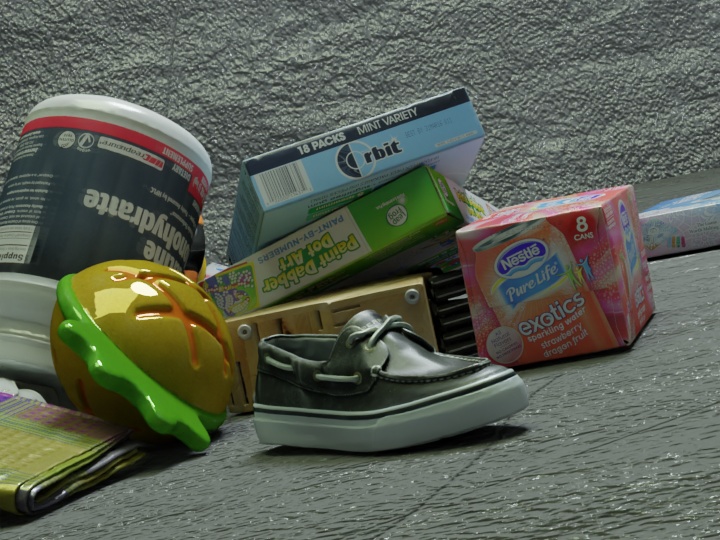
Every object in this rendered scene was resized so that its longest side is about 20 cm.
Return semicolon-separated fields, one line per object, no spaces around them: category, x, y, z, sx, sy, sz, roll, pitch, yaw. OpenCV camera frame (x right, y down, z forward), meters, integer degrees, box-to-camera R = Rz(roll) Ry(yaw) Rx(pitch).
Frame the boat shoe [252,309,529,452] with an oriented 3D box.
boat shoe;0.005;0.058;1.167;0.199;0.071;0.072;-7;5;45

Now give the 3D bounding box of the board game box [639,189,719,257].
board game box;0.367;-0.056;2.038;0.198;0.044;0.200;-12;3;19

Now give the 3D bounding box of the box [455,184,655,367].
box;0.137;0.001;1.447;0.102;0.095;0.200;-10;4;15

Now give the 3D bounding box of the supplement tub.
supplement tub;-0.193;-0.009;1.496;0.140;0.201;0.140;13;-19;5

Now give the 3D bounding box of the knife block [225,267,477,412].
knife block;0.004;0.042;1.507;0.199;0.064;0.176;-12;3;1

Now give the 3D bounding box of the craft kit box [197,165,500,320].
craft kit box;0.000;0.000;1.587;0.199;0.049;0.197;-27;-13;13

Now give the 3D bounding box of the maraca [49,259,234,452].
maraca;-0.137;0.055;1.335;0.107;0.137;0.200;-51;9;8

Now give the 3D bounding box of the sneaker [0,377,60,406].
sneaker;-0.259;0.098;1.370;0.099;0.075;0.200;-12;3;15

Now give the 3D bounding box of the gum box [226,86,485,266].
gum box;-0.008;-0.052;1.564;0.169;0.045;0.200;-20;-15;-14

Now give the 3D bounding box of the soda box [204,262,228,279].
soda box;-0.110;0.037;1.773;0.070;0.064;0.200;18;3;-1

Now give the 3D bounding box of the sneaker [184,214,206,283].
sneaker;-0.155;0.015;1.585;0.070;0.090;0.201;5;40;2

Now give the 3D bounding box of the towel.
towel;-0.239;0.096;1.235;0.199;0.023;0.144;12;15;19
